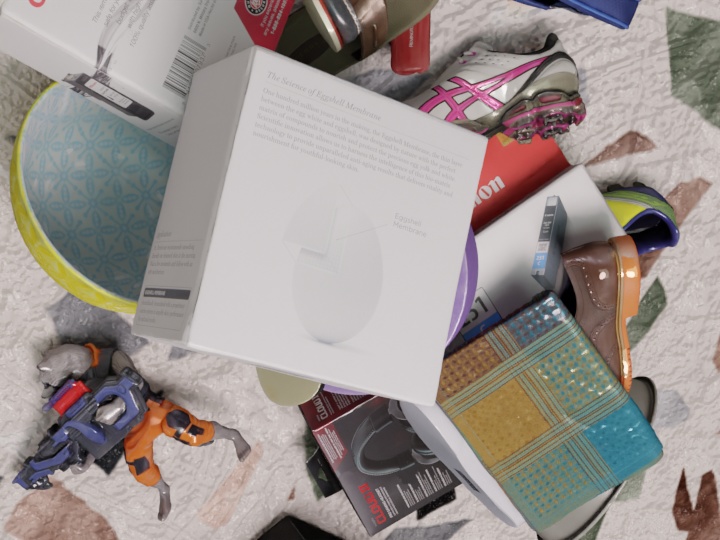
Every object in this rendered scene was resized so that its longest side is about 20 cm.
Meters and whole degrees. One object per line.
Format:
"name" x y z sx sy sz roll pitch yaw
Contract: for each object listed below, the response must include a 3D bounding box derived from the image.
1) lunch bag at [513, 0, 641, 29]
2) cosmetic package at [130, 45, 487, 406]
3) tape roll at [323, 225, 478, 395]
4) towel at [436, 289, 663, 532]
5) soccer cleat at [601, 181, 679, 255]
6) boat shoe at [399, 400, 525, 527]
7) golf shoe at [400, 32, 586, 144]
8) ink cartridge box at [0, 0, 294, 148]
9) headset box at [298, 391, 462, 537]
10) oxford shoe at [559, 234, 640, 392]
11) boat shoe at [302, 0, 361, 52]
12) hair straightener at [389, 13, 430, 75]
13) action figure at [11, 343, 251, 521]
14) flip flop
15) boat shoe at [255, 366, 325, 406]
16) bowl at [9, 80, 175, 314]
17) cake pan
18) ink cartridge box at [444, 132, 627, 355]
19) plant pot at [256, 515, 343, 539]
"lunch bag" 0.150 -0.282 0.938 0.198 0.136 0.134 16 108 -24
"cosmetic package" -0.035 -0.026 0.831 0.197 0.122 0.203 17 82 -28
"tape roll" 0.000 0.000 0.995 0.197 0.085 0.203 1 96 11
"towel" 0.162 0.127 1.023 0.146 0.022 0.201 -33 110 14
"soccer cleat" 0.211 -0.033 1.100 0.197 0.084 0.065 -13 132 -12
"boat shoe" 0.112 0.163 1.090 0.066 0.070 0.200 -49 117 -15
"golf shoe" 0.096 -0.153 1.030 0.197 0.073 0.093 -11 76 -1
"ink cartridge box" -0.166 -0.198 0.876 0.199 0.083 0.147 28 74 -26
"headset box" 0.040 0.154 1.139 0.198 0.077 0.150 -29 119 -5
"oxford shoe" 0.204 0.058 1.039 0.072 0.072 0.202 -6 122 -3
"boat shoe" -0.034 -0.262 0.876 0.062 0.202 0.071 -19 163 -4
"hair straightener" 0.034 -0.264 0.947 0.040 0.078 0.202 -6 134 3
"action figure" -0.226 0.142 1.058 0.199 0.105 0.194 -31 116 29
"flip flop" -0.009 -0.203 0.925 0.199 0.058 0.081 -31 114 33
"boat shoe" -0.062 0.005 0.932 0.072 0.063 0.205 -7 92 6
"bowl" -0.201 -0.050 0.936 0.199 0.203 0.107 27 147 -27
"cake pan" 0.223 0.184 1.156 0.036 0.200 0.201 33 102 -4
"ink cartridge box" 0.119 -0.039 1.052 0.199 0.045 0.177 -34 93 0
"plant pot" -0.046 0.370 1.153 0.198 0.200 0.179 30 92 -27
